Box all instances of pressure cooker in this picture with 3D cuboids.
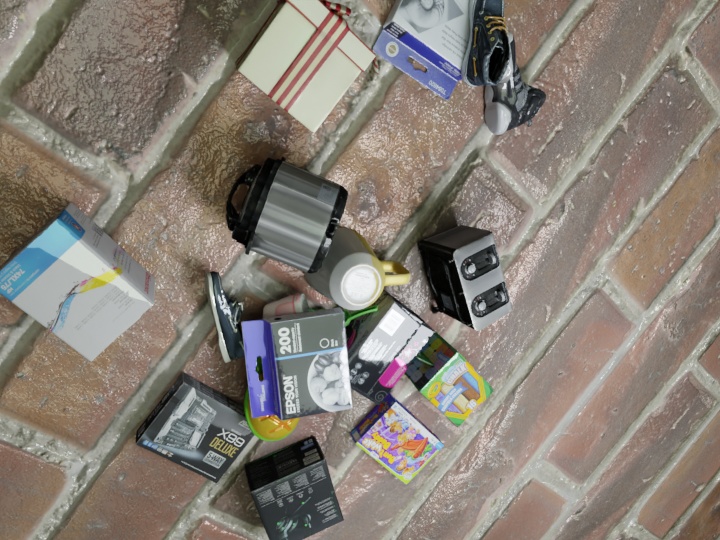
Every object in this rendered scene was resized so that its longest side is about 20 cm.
[{"bbox_3d":[-0.138,-0.107,0.991,0.199,0.176,0.180,21,99,-10],"label":"pressure cooker"}]

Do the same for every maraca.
[{"bbox_3d":[-0.177,0.251,1.142,0.136,0.107,0.202,7,81,-39],"label":"maraca"}]

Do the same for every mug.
[{"bbox_3d":[-0.008,-0.004,1.089,0.186,0.153,0.150,-30,114,-9],"label":"mug"}]

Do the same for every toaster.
[{"bbox_3d":[0.217,0.011,1.166,0.118,0.200,0.182,-22,106,-14],"label":"toaster"}]

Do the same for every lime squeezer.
[{"bbox_3d":[-0.063,0.093,1.148,0.198,0.071,0.038,4,69,7],"label":"lime squeezer"}]

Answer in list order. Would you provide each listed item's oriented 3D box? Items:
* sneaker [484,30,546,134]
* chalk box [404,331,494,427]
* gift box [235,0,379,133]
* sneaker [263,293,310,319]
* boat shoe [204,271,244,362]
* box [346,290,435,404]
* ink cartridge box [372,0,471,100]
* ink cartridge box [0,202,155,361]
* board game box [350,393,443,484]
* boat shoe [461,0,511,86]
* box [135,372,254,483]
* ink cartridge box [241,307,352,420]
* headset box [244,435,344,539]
[{"bbox_3d":[0.318,-0.387,1.128,0.113,0.076,0.202,-12,117,-17],"label":"sneaker"},{"bbox_3d":[0.182,0.233,1.253,0.124,0.125,0.200,-44,117,-1],"label":"chalk box"},{"bbox_3d":[-0.083,-0.362,0.935,0.199,0.185,0.187,33,103,-29],"label":"gift box"},{"bbox_3d":[-0.143,0.144,1.133,0.104,0.076,0.202,-11,116,5],"label":"sneaker"},{"bbox_3d":[-0.257,0.089,1.072,0.061,0.075,0.202,-14,113,-13],"label":"boat shoe"},{"bbox_3d":[0.035,0.156,1.180,0.132,0.115,0.201,36,92,-25],"label":"box"},{"bbox_3d":[0.150,-0.465,1.056,0.198,0.041,0.201,23,99,-25],"label":"ink cartridge box"},{"bbox_3d":[-0.473,0.017,0.930,0.146,0.147,0.200,-43,116,-3],"label":"ink cartridge box"},{"bbox_3d":[0.090,0.406,1.320,0.134,0.045,0.200,-45,116,-1],"label":"board game box"},{"bbox_3d":[0.248,-0.447,1.026,0.070,0.091,0.202,-2,110,-22],"label":"boat shoe"},{"bbox_3d":[-0.331,0.328,1.138,0.200,0.050,0.158,39,91,-26],"label":"box"},{"bbox_3d":[-0.121,0.184,1.063,0.198,0.043,0.200,-7,100,-12],"label":"ink cartridge box"},{"bbox_3d":[-0.146,0.509,1.241,0.173,0.093,0.202,-20,113,-13],"label":"headset box"}]
